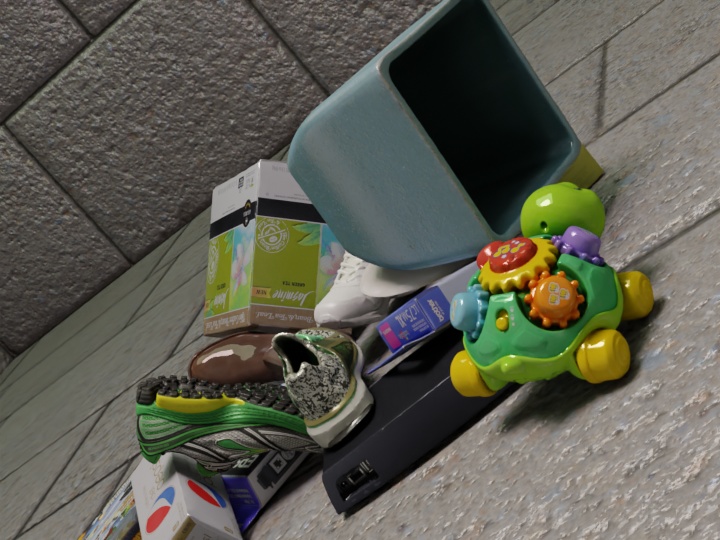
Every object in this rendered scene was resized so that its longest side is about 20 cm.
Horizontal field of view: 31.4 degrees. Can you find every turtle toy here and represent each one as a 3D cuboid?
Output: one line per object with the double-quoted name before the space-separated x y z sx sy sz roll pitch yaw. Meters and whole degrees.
"turtle toy" 0.142 0.011 0.991 0.146 0.101 0.200 -12 29 35

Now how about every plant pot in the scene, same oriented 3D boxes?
"plant pot" 0.048 -0.116 1.209 0.200 0.196 0.196 -23 17 43

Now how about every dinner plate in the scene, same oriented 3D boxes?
"dinner plate" 0.082 -0.038 1.287 0.200 0.024 0.200 -29 15 9

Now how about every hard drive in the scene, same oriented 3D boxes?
"hard drive" 0.047 0.116 1.113 0.200 0.042 0.135 -39 13 10

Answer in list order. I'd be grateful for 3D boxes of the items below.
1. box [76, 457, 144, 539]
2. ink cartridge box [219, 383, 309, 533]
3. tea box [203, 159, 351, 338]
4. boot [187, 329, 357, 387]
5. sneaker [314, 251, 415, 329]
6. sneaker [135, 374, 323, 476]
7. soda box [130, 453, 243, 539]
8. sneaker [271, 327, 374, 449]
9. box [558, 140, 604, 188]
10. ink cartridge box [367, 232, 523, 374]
"box" -0.278 0.304 1.371 0.200 0.040 0.137 -51 13 3
"ink cartridge box" -0.118 0.196 1.334 0.200 0.043 0.198 -49 15 -27
"tea box" -0.098 -0.015 1.556 0.200 0.133 0.197 162 112 -67
"boot" -0.098 0.095 1.355 0.186 0.064 0.200 -12 0 -3
"sneaker" 0.000 0.000 1.412 0.078 0.099 0.200 -7 16 28
"sneaker" -0.115 0.153 1.224 0.078 0.200 0.085 -103 20 -78
"soda box" -0.170 0.228 1.228 0.068 0.064 0.200 -56 22 6
"sneaker" -0.044 0.080 1.168 0.077 0.089 0.200 -38 20 0
"box" 0.184 -0.098 1.414 0.075 0.050 0.200 -44 14 -14
"ink cartridge box" 0.092 0.021 1.167 0.200 0.042 0.119 -33 -3 -21
